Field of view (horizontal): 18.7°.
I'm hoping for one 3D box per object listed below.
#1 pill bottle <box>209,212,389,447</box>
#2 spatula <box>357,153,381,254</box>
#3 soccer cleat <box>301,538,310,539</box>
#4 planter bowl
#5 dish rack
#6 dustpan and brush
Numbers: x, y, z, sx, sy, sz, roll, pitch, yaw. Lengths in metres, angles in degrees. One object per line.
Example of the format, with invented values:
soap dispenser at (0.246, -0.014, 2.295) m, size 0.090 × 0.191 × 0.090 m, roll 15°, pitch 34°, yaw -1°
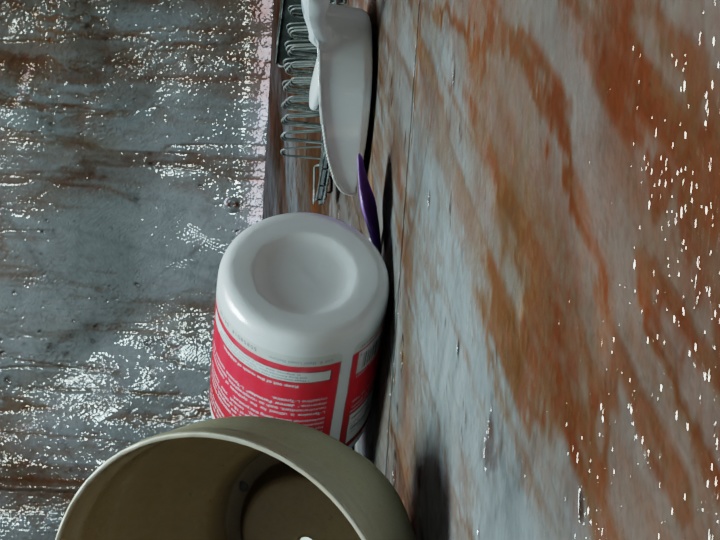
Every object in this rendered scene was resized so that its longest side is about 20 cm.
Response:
pill bottle at (-0.045, 0.063, 1.474) m, size 0.200 × 0.112 × 0.112 m, roll 99°, pitch 172°, yaw -51°
spatula at (0.000, 0.000, 1.514) m, size 0.200 × 0.021 × 0.057 m, roll 97°, pitch 172°, yaw -49°
soccer cleat at (-0.064, 0.161, 1.444) m, size 0.200 × 0.078 × 0.069 m, roll 6°, pitch 52°, yaw 54°
planter bowl at (-0.048, 0.164, 1.187) m, size 0.135 × 0.200 × 0.201 m, roll -31°, pitch -52°, yaw -63°
dish rack at (-0.043, -0.163, 1.898) m, size 0.153 × 0.054 × 0.200 m, roll 99°, pitch 171°, yaw -60°
dustpan and brush at (-0.020, -0.157, 1.585) m, size 0.200 × 0.057 × 0.140 m, roll 103°, pitch 169°, yaw -63°
